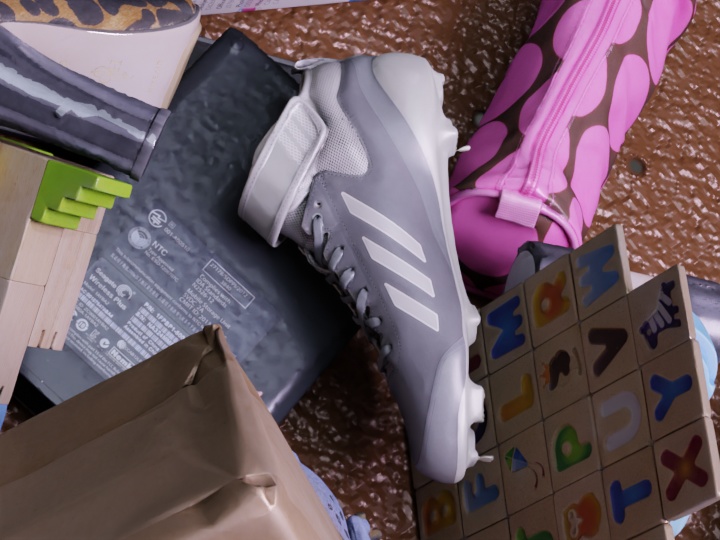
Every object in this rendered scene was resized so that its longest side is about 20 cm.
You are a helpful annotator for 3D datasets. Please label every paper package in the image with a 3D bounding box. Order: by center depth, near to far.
[{"bbox_3d":[-0.086,0.152,0.820,0.190,0.200,0.104,-26,38,2],"label":"paper package"}]

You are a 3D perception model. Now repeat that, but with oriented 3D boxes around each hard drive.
[{"bbox_3d":[-0.070,0.001,1.021,0.140,0.033,0.200,42,64,-3],"label":"hard drive"}]

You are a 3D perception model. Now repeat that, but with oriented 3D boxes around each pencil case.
[{"bbox_3d":[0.102,-0.081,1.119,0.091,0.094,0.200,30,59,-7],"label":"pencil case"}]

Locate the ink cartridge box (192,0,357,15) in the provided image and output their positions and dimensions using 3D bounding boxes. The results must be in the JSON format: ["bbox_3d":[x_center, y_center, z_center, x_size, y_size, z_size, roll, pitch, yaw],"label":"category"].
[{"bbox_3d":[-0.065,-0.194,1.117,0.199,0.067,0.116,-9,69,-26],"label":"ink cartridge box"}]

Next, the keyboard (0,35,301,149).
[{"bbox_3d":[-0.095,-0.057,1.064,0.199,0.021,0.127,14,64,-15],"label":"keyboard"}]

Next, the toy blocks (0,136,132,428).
[{"bbox_3d":[-0.195,0.002,0.934,0.200,0.100,0.137,19,93,27],"label":"toy blocks"}]

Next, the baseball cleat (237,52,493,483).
[{"bbox_3d":[0.000,0.000,1.002,0.106,0.070,0.201,-3,68,-7],"label":"baseball cleat"}]

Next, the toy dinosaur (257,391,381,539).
[{"bbox_3d":[-0.027,0.142,0.925,0.105,0.200,0.182,-45,94,-6],"label":"toy dinosaur"}]

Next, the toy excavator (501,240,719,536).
[{"bbox_3d":[0.101,0.114,1.010,0.100,0.195,0.200,13,33,-17],"label":"toy excavator"}]

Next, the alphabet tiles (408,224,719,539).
[{"bbox_3d":[0.082,0.081,0.969,0.006,0.200,0.167,9,63,-32],"label":"alphabet tiles"}]

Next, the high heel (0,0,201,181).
[{"bbox_3d":[-0.144,-0.105,0.957,0.142,0.072,0.200,23,17,-7],"label":"high heel"}]
